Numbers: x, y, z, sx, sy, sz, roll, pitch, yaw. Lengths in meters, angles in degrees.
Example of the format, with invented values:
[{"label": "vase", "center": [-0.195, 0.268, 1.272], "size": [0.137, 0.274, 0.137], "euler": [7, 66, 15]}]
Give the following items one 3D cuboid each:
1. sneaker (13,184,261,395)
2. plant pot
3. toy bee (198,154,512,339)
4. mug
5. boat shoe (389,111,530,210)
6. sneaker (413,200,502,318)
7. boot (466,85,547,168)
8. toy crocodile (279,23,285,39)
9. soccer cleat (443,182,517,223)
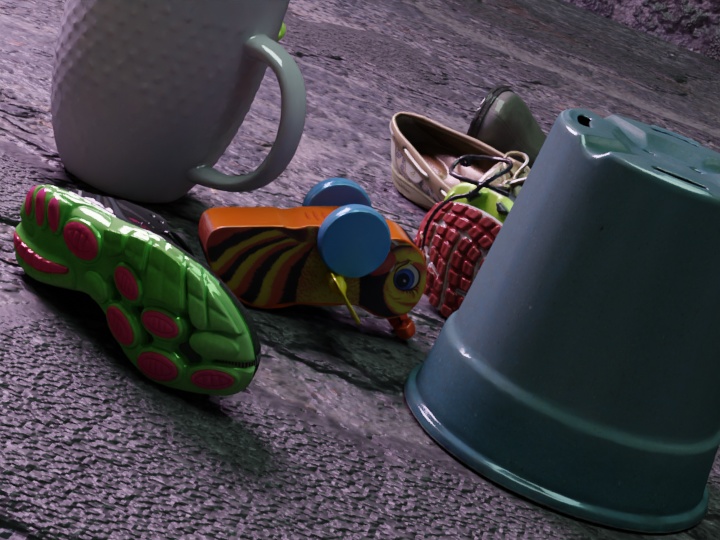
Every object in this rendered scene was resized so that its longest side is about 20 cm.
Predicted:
[{"label": "sneaker", "center": [-0.116, 0.002, 0.946], "size": [0.084, 0.077, 0.200], "euler": [-4, 31, -45]}, {"label": "plant pot", "center": [0.151, 0.020, 0.996], "size": [0.200, 0.196, 0.200], "euler": [18, 18, -6]}, {"label": "toy bee", "center": [0.000, 0.000, 1.076], "size": [0.200, 0.109, 0.131], "euler": [-2, 24, 9]}, {"label": "mug", "center": [-0.124, -0.133, 1.166], "size": [0.200, 0.175, 0.148], "euler": [29, 20, 23]}, {"label": "boat shoe", "center": [0.094, -0.072, 1.377], "size": [0.073, 0.063, 0.200], "euler": [-39, 45, -26]}, {"label": "sneaker", "center": [0.120, 0.021, 1.179], "size": [0.200, 0.078, 0.082], "euler": [37, 15, 23]}, {"label": "boot", "center": [0.177, -0.087, 1.457], "size": [0.131, 0.068, 0.200], "euler": [29, -6, 28]}, {"label": "toy crocodile", "center": [-0.139, -0.280, 1.781], "size": [0.200, 0.062, 0.068], "euler": [40, -14, 50]}, {"label": "soccer cleat", "center": [0.147, -0.001, 1.281], "size": [0.200, 0.068, 0.081], "euler": [37, 13, 25]}]
